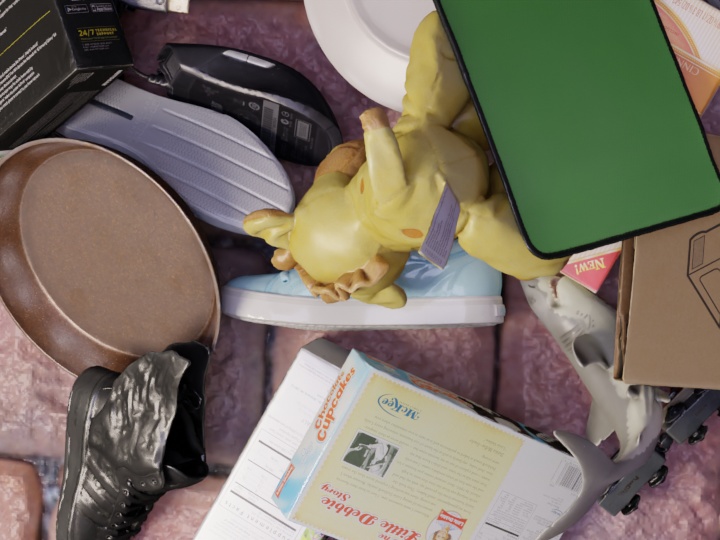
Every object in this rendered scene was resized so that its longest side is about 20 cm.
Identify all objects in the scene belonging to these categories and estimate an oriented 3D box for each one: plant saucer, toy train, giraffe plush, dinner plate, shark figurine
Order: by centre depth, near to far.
[{"bbox_3d":[0.026,-0.041,1.097,0.162,0.200,0.173,-28,104,43],"label":"giraffe plush"},{"bbox_3d":[0.055,-0.200,1.142,0.199,0.024,0.201,0,90,13],"label":"dinner plate"},{"bbox_3d":[0.162,0.099,1.153,0.128,0.215,0.090,17,127,-13],"label":"shark figurine"},{"bbox_3d":[0.231,0.087,1.187,0.034,0.046,0.200,40,99,-12],"label":"toy train"},{"bbox_3d":[-0.175,-0.006,1.209,0.200,0.034,0.201,15,124,24],"label":"plant saucer"}]

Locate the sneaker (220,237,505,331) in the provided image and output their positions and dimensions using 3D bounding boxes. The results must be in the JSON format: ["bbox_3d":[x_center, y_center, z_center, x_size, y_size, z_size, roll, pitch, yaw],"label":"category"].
[{"bbox_3d":[0.000,0.000,1.209,0.199,0.074,0.082,0,84,1],"label":"sneaker"}]

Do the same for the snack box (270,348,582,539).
[{"bbox_3d":[0.052,0.143,1.169,0.200,0.037,0.116,26,97,-27],"label":"snack box"}]

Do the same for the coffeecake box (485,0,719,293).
[{"bbox_3d":[0.144,-0.110,1.175,0.153,0.073,0.200,30,97,6],"label":"coffeecake box"}]

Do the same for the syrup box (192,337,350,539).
[{"bbox_3d":[-0.050,0.153,1.215,0.081,0.079,0.200,29,97,6],"label":"syrup box"}]

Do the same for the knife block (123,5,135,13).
[{"bbox_3d":[-0.166,-0.288,1.216,0.175,0.064,0.201,-18,90,8],"label":"knife block"}]

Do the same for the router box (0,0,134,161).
[{"bbox_3d":[-0.244,-0.161,1.178,0.200,0.051,0.150,-29,77,45],"label":"router box"}]

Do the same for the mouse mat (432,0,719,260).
[{"bbox_3d":[0.136,-0.114,1.078,0.161,0.008,0.201,-15,81,-28],"label":"mouse mat"}]

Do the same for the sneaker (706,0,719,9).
[{"bbox_3d":[0.230,-0.259,1.147,0.080,0.086,0.200,-32,87,7],"label":"sneaker"}]

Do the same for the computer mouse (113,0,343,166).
[{"bbox_3d":[-0.100,-0.147,1.190,0.199,0.141,0.046,18,60,10],"label":"computer mouse"}]

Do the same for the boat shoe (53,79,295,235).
[{"bbox_3d":[-0.132,-0.079,1.222,0.200,0.071,0.072,30,71,13],"label":"boat shoe"}]

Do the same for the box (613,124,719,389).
[{"bbox_3d":[0.261,-0.001,1.134,0.199,0.021,0.164,6,85,-20],"label":"box"}]

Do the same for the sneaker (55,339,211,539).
[{"bbox_3d":[-0.153,0.140,1.212,0.104,0.060,0.201,12,107,30],"label":"sneaker"}]
